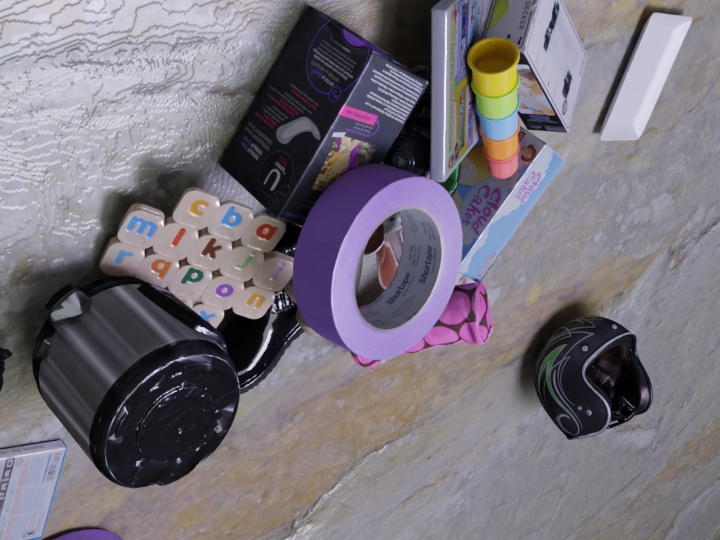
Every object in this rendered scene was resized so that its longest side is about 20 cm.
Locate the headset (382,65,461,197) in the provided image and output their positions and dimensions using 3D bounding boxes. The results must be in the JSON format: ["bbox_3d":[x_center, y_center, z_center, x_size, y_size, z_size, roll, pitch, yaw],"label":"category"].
[{"bbox_3d":[0.081,-0.163,1.225,0.201,0.093,0.124,55,47,-40],"label":"headset"}]

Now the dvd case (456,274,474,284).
[{"bbox_3d":[0.144,-0.013,1.507,0.142,0.018,0.201,23,104,-51],"label":"dvd case"}]

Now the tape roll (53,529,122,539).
[{"bbox_3d":[-0.375,0.433,1.325,0.199,0.066,0.202,-27,138,-27],"label":"tape roll"}]

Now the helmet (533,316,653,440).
[{"bbox_3d":[0.395,0.179,1.781,0.198,0.193,0.200,-19,172,-3],"label":"helmet"}]

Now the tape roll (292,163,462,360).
[{"bbox_3d":[0.022,-0.009,1.110,0.199,0.065,0.203,-19,119,-39],"label":"tape roll"}]

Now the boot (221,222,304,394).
[{"bbox_3d":[-0.127,0.038,1.228,0.211,0.079,0.159,-46,150,-20],"label":"boot"}]

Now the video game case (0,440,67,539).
[{"bbox_3d":[-0.441,0.266,1.166,0.198,0.018,0.145,-3,124,-44],"label":"video game case"}]

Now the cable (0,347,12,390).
[{"bbox_3d":[-0.452,0.124,1.016,0.199,0.051,0.164,14,116,-52],"label":"cable"}]

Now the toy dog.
[{"bbox_3d":[0.000,0.000,1.195,0.201,0.096,0.132,-56,151,5],"label":"toy dog"}]

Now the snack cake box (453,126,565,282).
[{"bbox_3d":[0.163,-0.102,1.370,0.201,0.115,0.067,-55,142,8],"label":"snack cake box"}]

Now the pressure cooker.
[{"bbox_3d":[-0.244,0.104,1.072,0.177,0.199,0.178,-8,123,-42],"label":"pressure cooker"}]

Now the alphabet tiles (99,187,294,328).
[{"bbox_3d":[-0.175,-0.007,1.119,0.198,0.015,0.196,19,129,-26],"label":"alphabet tiles"}]

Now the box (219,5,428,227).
[{"bbox_3d":[-0.041,-0.158,1.113,0.106,0.122,0.201,17,110,-51],"label":"box"}]

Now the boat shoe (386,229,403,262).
[{"bbox_3d":[0.025,-0.078,1.291,0.059,0.072,0.201,-39,136,-7],"label":"boat shoe"}]

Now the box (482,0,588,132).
[{"bbox_3d":[0.220,-0.270,1.281,0.200,0.059,0.118,39,65,-57],"label":"box"}]

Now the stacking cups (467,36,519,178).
[{"bbox_3d":[0.161,-0.185,1.233,0.060,0.061,0.201,-36,149,-16],"label":"stacking cups"}]

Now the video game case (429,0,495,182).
[{"bbox_3d":[0.121,-0.232,1.201,0.182,0.022,0.202,-50,145,-52],"label":"video game case"}]

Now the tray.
[{"bbox_3d":[0.421,-0.290,1.540,0.106,0.022,0.202,-8,127,-42],"label":"tray"}]

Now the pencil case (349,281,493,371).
[{"bbox_3d":[0.082,0.077,1.392,0.091,0.197,0.095,-56,130,-62],"label":"pencil case"}]
